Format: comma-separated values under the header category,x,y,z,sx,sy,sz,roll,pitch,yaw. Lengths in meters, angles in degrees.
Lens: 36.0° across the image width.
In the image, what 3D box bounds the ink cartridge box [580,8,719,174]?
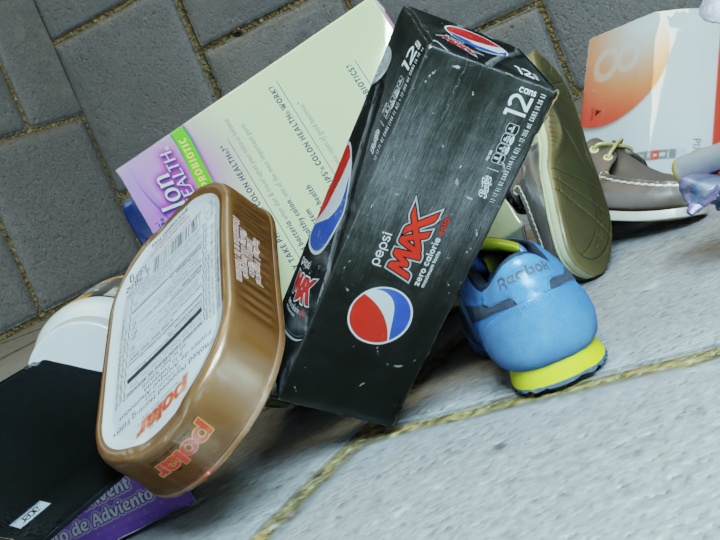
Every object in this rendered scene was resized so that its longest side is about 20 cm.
category,x,y,z,sx,sy,sz,roll,pitch,yaw
ink cartridge box,0.259,-0.136,0.875,0.050,0.163,0.200,21,-21,-29

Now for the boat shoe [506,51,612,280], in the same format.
category,x,y,z,sx,sy,sz,roll,pitch,yaw
boat shoe,0.130,-0.069,0.804,0.066,0.202,0.072,-32,-43,33

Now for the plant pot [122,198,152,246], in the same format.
category,x,y,z,sx,sy,sz,roll,pitch,yaw
plant pot,-0.105,-0.044,1.211,0.199,0.181,0.200,-16,11,46

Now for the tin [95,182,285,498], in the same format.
category,x,y,z,sx,sy,sz,roll,pitch,yaw
tin,-0.092,0.029,0.585,0.112,0.042,0.200,-46,28,22

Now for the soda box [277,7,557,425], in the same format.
category,x,y,z,sx,sy,sz,roll,pitch,yaw
soda box,0.019,-0.023,0.562,0.070,0.201,0.063,16,25,-18

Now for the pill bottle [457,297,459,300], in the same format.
category,x,y,z,sx,sy,sz,roll,pitch,yaw
pill bottle,0.000,0.000,0.822,0.199,0.114,0.113,-20,7,17

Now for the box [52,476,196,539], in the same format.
category,x,y,z,sx,sy,sz,roll,pitch,yaw
box,-0.181,0.136,0.687,0.136,0.039,0.200,-26,8,-13

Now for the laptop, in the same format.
category,x,y,z,sx,sy,sz,roll,pitch,yaw
laptop,-0.211,0.132,0.619,0.200,0.103,0.177,-48,-4,26

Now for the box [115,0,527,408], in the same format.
category,x,y,z,sx,sy,sz,roll,pitch,yaw
box,-0.021,-0.038,0.717,0.199,0.177,0.097,-33,-13,3

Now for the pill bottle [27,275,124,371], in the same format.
category,x,y,z,sx,sy,sz,roll,pitch,yaw
pill bottle,-0.218,0.073,0.967,0.116,0.117,0.200,-23,7,2

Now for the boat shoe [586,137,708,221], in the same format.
category,x,y,z,sx,sy,sz,roll,pitch,yaw
boat shoe,0.177,-0.073,0.854,0.071,0.060,0.199,-5,10,-37

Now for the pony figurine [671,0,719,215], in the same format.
category,x,y,z,sx,sy,sz,roll,pitch,yaw
pony figurine,0.253,-0.079,0.567,0.192,0.168,0.200,-18,-11,-23

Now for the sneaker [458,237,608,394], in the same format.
category,x,y,z,sx,sy,sz,roll,pitch,yaw
sneaker,0.086,0.010,0.629,0.066,0.079,0.200,-25,6,0
